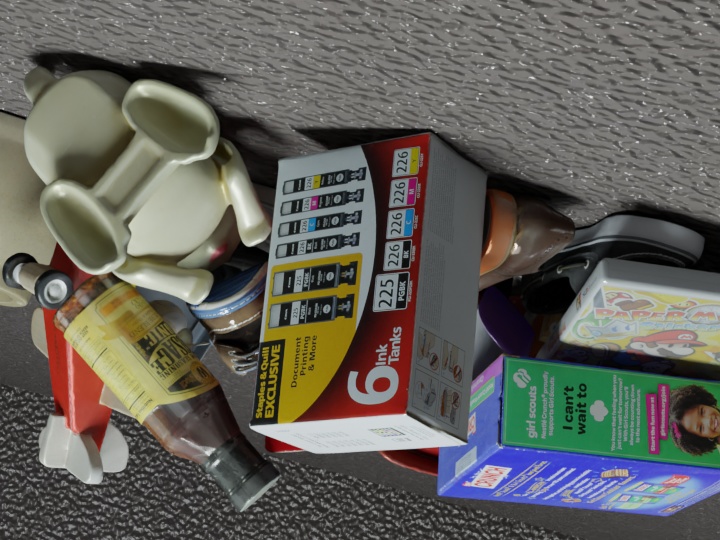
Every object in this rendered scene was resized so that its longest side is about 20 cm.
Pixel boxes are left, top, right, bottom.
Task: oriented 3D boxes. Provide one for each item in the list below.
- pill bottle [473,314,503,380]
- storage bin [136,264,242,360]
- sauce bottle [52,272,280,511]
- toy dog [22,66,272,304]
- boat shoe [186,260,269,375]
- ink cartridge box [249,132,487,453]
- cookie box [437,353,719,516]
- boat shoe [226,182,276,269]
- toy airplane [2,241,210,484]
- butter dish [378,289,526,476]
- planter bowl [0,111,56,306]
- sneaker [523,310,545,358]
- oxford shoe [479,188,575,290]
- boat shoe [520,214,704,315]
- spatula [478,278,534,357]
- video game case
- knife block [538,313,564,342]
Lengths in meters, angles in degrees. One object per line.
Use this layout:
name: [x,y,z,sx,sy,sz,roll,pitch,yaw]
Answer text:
pill bottle: [0.022,0.043,1.520,0.200,0.112,0.112,22,176,46]
storage bin: [-0.193,0.007,1.648,0.134,0.146,0.200,33,-179,-14]
sauce bottle: [-0.138,0.088,1.332,0.200,0.066,0.066,46,168,5]
toy dog: [-0.158,-0.056,1.333,0.194,0.140,0.200,30,175,24]
boat shoe: [-0.086,0.038,1.406,0.072,0.073,0.200,-26,-178,-2]
ink cartridge box: [-0.011,0.022,1.278,0.175,0.201,0.084,-8,157,33]
cookie box: [0.176,0.130,1.399,0.199,0.076,0.171,7,160,-12]
boat shoe: [-0.146,-0.041,1.489,0.199,0.069,0.072,17,146,-11]
toy airplane: [-0.201,0.070,1.470,0.141,0.200,0.199,-16,156,-32]
butter dish: [0.107,0.081,1.615,0.199,0.200,0.148,17,130,-27]
planter bowl: [-0.324,-0.049,1.554,0.199,0.135,0.200,14,167,3]
sneaker: [0.144,0.100,1.509,0.077,0.200,0.073,25,167,26]
oxford shoe: [0.102,-0.013,1.375,0.073,0.072,0.200,7,173,-12]
boat shoe: [0.180,0.004,1.357,0.070,0.067,0.200,21,166,-28]
spatula: [0.113,0.024,1.444,0.057,0.021,0.200,48,-169,-9]
video game case: [0.246,0.051,1.337,0.199,0.023,0.182,8,154,-7]
knife block: [0.271,0.056,1.488,0.199,0.064,0.175,3,162,39]
